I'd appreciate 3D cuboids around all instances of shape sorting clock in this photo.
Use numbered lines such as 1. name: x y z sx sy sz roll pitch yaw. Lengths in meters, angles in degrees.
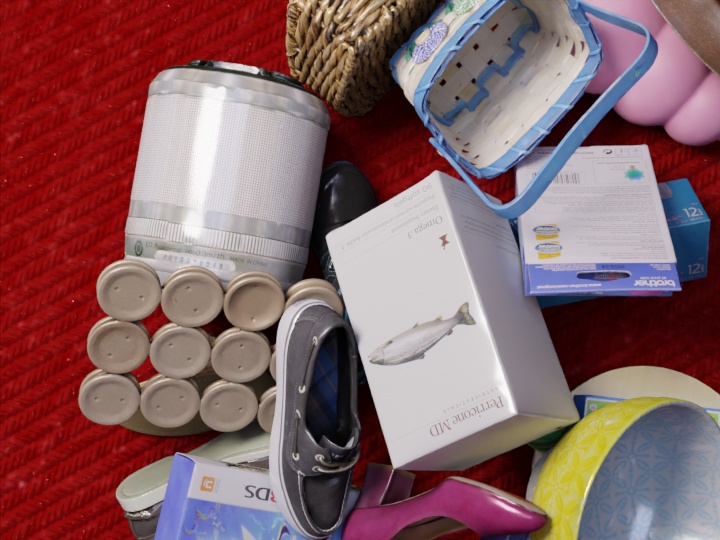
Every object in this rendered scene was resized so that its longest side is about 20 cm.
1. shape sorting clock: 0.248 0.185 1.017 0.197 0.039 0.203 -1 80 6

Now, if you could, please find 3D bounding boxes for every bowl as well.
1. bowl: 0.197 0.192 0.935 0.199 0.107 0.203 -8 103 -38

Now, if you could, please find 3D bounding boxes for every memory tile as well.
1. memory tile: -0.121 0.065 0.940 0.198 0.017 0.155 7 118 -16

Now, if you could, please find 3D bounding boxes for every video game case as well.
1. video game case: -0.090 0.266 0.960 0.180 0.045 0.202 16 84 -31

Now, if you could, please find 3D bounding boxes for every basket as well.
1. basket: 0.122 -0.150 0.938 0.177 0.139 0.200 -49 45 3
2. basket: -0.023 -0.235 1.012 0.149 0.200 0.143 44 86 5

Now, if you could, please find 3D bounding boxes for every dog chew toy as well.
1. dog chew toy: 0.258 -0.189 1.039 0.199 0.125 0.125 38 84 -1

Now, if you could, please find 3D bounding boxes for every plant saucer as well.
1. plant saucer: 0.307 -0.236 1.011 0.037 0.200 0.201 -41 80 34

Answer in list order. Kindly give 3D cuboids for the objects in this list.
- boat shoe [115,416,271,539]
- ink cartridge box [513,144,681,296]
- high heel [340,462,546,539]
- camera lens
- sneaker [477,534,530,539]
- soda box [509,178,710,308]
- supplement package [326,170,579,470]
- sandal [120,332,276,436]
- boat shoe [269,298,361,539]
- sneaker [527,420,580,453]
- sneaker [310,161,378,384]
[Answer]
1. boat shoe: -0.110 0.179 1.019 0.199 0.072 0.061 -21 108 -10
2. ink cartridge box: 0.189 -0.035 0.953 0.118 0.042 0.201 -1 37 4
3. high heel: 0.062 0.211 0.912 0.067 0.199 0.097 25 74 -33
4. camera lens: -0.116 -0.070 1.002 0.158 0.160 0.202 9 88 3
5. sneaker: 0.061 0.281 0.988 0.115 0.081 0.200 33 85 4
6. soda box: 0.201 -0.020 1.026 0.198 0.068 0.064 -11 41 0
7. supplement package: 0.071 0.045 0.923 0.116 0.117 0.202 -28 67 26
8. sandal: -0.120 0.086 1.037 0.210 0.078 0.070 -16 42 16
9. boat shoe: -0.027 0.125 0.918 0.069 0.066 0.202 -5 104 -32
10. sneaker: 0.107 0.080 1.010 0.199 0.084 0.074 35 87 18
11. sneaker: 0.000 0.000 1.026 0.072 0.082 0.203 -3 84 -21
